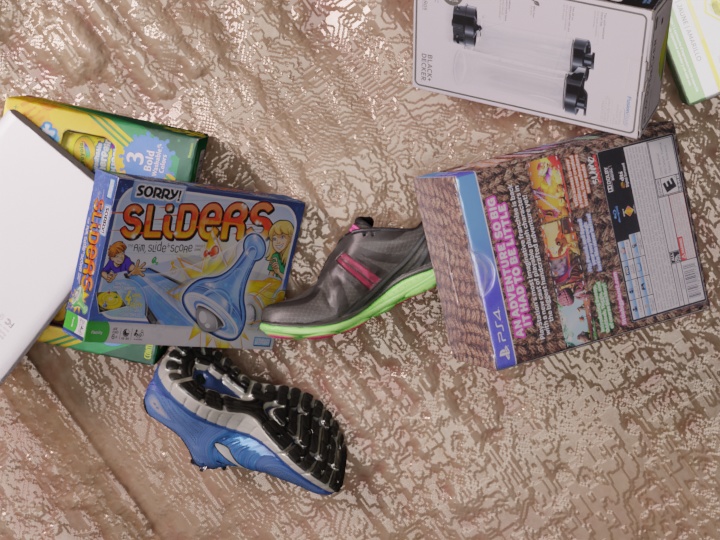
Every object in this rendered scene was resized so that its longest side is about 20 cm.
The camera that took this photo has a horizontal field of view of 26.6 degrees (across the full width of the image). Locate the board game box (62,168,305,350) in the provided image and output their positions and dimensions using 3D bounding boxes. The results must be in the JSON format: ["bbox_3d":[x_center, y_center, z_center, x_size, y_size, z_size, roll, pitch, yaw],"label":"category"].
[{"bbox_3d":[-0.142,-0.005,1.262,0.200,0.034,0.136,5,101,-45],"label":"board game box"}]

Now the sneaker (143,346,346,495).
[{"bbox_3d":[-0.100,0.139,1.332,0.200,0.079,0.089,33,134,-16],"label":"sneaker"}]

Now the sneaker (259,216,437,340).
[{"bbox_3d":[0.000,0.000,1.308,0.200,0.077,0.084,-27,91,-7],"label":"sneaker"}]

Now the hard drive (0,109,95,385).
[{"bbox_3d":[-0.297,-0.014,1.261,0.132,0.027,0.200,39,100,2],"label":"hard drive"}]

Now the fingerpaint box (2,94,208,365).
[{"bbox_3d":[-0.233,-0.036,1.305,0.167,0.073,0.200,13,98,0],"label":"fingerpaint box"}]

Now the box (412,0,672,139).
[{"bbox_3d":[0.144,-0.188,1.227,0.200,0.060,0.117,15,129,22],"label":"box"}]

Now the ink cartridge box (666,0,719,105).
[{"bbox_3d":[0.342,-0.241,1.278,0.200,0.048,0.146,-21,96,6],"label":"ink cartridge box"}]

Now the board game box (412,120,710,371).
[{"bbox_3d":[0.166,-0.023,1.256,0.200,0.097,0.160,-14,97,-16],"label":"board game box"}]
